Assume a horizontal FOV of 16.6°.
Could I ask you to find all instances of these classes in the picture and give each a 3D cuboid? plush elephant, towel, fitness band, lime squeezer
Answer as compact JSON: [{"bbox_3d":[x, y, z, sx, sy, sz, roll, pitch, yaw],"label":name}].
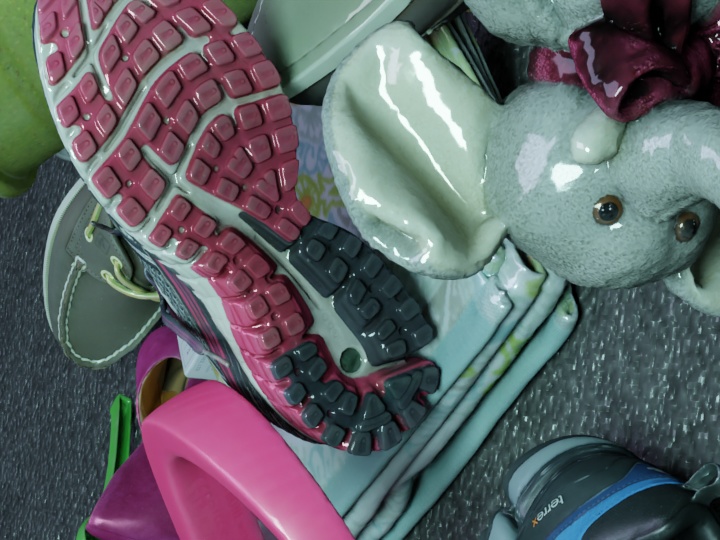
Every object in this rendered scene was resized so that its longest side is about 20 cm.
[{"bbox_3d":[0.079,-0.063,0.702,0.200,0.164,0.156,-11,83,61],"label":"plush elephant"},{"bbox_3d":[0.000,0.000,0.950,0.200,0.048,0.172,-53,49,41],"label":"towel"},{"bbox_3d":[-0.023,0.124,0.897,0.144,0.037,0.201,49,162,38],"label":"fitness band"},{"bbox_3d":[-0.105,0.132,1.210,0.071,0.038,0.200,-46,27,1],"label":"lime squeezer"}]

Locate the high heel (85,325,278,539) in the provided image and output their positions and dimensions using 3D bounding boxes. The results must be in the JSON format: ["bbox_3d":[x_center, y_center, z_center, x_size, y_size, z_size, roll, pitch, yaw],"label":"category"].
[{"bbox_3d":[-0.098,0.074,1.123,0.200,0.095,0.068,-120,45,-55],"label":"high heel"}]

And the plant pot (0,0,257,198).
[{"bbox_3d":[-0.115,-0.161,1.101,0.200,0.183,0.202,-23,-90,-82],"label":"plant pot"}]

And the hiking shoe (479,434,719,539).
[{"bbox_3d":[0.061,0.152,0.757,0.087,0.074,0.202,-171,90,-67],"label":"hiking shoe"}]

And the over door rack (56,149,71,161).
[{"bbox_3d":[-0.139,-0.165,1.322,0.200,0.066,0.149,101,169,-65],"label":"over door rack"}]

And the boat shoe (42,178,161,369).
[{"bbox_3d":[-0.103,-0.024,1.202,0.202,0.072,0.060,-60,26,32],"label":"boat shoe"}]

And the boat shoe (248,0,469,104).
[{"bbox_3d":[0.038,-0.125,0.849,0.201,0.060,0.072,-45,43,27],"label":"boat shoe"}]

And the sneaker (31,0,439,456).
[{"bbox_3d":[-0.056,-0.017,0.859,0.075,0.081,0.201,0,124,59],"label":"sneaker"}]

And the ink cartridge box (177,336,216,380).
[{"bbox_3d":[-0.031,-0.049,1.080,0.200,0.044,0.094,-59,33,40],"label":"ink cartridge box"}]
